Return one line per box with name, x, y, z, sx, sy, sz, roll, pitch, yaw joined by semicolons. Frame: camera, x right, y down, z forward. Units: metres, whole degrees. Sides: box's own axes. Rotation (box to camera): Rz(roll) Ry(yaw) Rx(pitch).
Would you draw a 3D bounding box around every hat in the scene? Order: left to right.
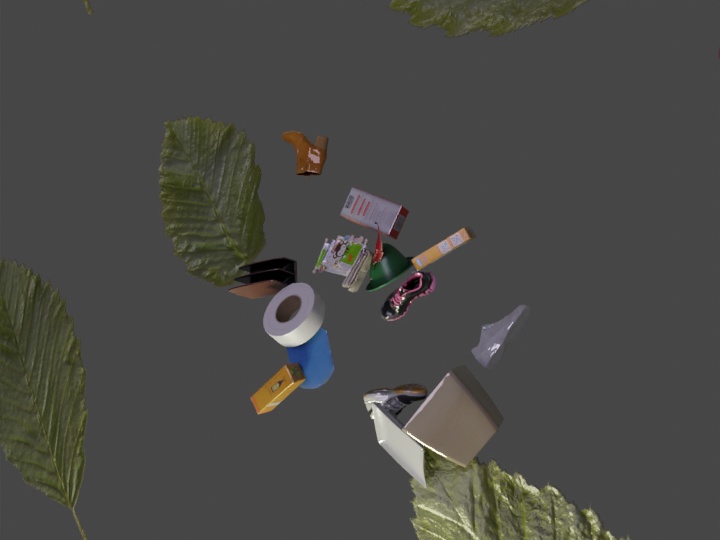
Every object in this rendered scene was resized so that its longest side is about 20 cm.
hat;0.050;-0.061;1.684;0.199;0.166;0.177;-26;104;37

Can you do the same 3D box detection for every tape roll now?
tape roll;-0.210;0.139;1.842;0.201;0.071;0.204;-22;44;23

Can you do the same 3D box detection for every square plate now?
square plate;0.111;0.467;1.566;0.028;0.201;0.198;-33;47;-25

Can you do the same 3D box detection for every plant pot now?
plant pot;0.255;0.385;1.498;0.177;0.200;0.201;41;99;18

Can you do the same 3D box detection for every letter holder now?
letter holder;-0.332;0.020;1.941;0.198;0.142;0.102;-12;72;27

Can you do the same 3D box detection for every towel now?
towel;0.000;0.000;1.732;0.034;0.200;0.133;29;93;8

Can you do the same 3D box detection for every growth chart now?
growth chart;-0.063;-0.049;1.856;0.199;0.018;0.146;6;74;42

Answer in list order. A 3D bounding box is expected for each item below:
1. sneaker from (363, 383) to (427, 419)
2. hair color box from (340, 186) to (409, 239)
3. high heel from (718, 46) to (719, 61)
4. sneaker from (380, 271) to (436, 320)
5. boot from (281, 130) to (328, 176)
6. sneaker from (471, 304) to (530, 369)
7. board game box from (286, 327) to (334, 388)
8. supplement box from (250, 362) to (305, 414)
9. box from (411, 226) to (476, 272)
sneaker;0.107;0.378;1.656;0.198;0.075;0.089;-14;87;30
hair color box;0.043;-0.181;1.824;0.199;0.061;0.102;26;91;31
high heel;0.902;-0.509;1.391;0.067;0.096;0.202;-5;76;28
sneaker;0.127;0.069;1.696;0.200;0.095;0.079;-43;64;15
boot;-0.208;-0.403;2.014;0.199;0.071;0.145;12;81;26
sneaker;0.369;0.162;1.553;0.201;0.075;0.088;-55;47;9
board game box;-0.152;0.271;1.840;0.157;0.039;0.202;-19;77;24
supplement box;-0.262;0.374;1.836;0.200;0.068;0.067;-44;64;30
box;0.229;-0.058;1.651;0.199;0.119;0.042;-30;85;19
